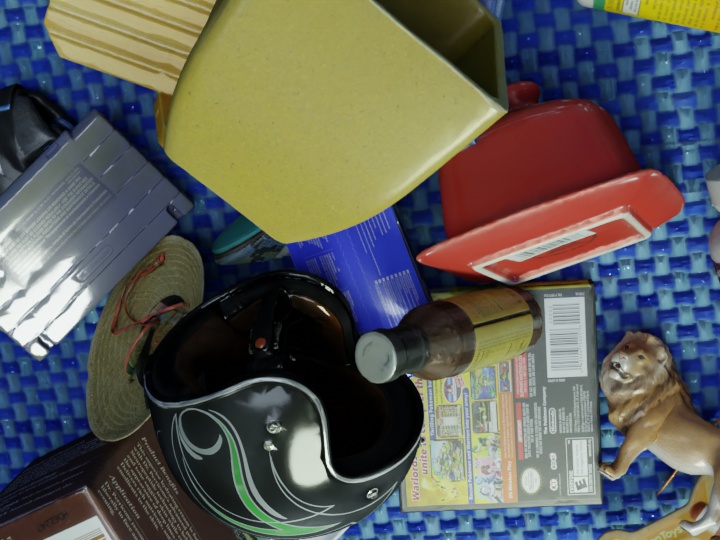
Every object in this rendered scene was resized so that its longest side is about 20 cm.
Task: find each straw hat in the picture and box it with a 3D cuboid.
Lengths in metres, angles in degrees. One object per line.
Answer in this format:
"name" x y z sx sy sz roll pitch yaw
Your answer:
"straw hat" -0.160 0.070 1.309 0.085 0.201 0.201 26 114 -32

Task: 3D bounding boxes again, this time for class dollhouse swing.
"dollhouse swing" -0.162 -0.217 1.209 0.175 0.182 0.200 15 111 -15

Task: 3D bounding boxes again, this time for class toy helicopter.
"toy helicopter" 0.291 0.208 1.281 0.200 0.079 0.132 -25 78 6

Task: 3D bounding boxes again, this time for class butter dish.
"butter dish" 0.143 -0.082 1.193 0.200 0.199 0.148 -20 78 17

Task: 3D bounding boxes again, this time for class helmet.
"helmet" -0.057 0.118 1.164 0.200 0.200 0.191 -23 121 17

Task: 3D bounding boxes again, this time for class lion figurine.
"lion figurine" 0.278 0.147 1.244 0.200 0.072 0.123 35 85 17

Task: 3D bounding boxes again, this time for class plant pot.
"plant pot" -0.032 -0.138 1.062 0.195 0.194 0.200 37 114 -14

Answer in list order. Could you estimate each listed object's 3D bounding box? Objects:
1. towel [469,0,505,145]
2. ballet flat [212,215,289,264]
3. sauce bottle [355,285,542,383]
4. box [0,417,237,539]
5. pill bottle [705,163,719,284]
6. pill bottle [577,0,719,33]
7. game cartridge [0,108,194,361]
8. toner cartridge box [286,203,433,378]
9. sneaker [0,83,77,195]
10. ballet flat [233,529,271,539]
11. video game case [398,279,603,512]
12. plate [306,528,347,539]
"towel" 0.017 -0.175 1.192 0.200 0.024 0.147 7 81 32
"ballet flat" -0.040 -0.054 1.274 0.200 0.074 0.074 -39 96 23
"sauce bottle" 0.071 0.052 1.177 0.065 0.200 0.065 5 98 38
"box" -0.238 0.251 1.342 0.164 0.200 0.166 -26 99 18
"pill bottle" 0.348 0.004 1.193 0.112 0.112 0.200 -17 102 16
"pill bottle" 0.274 -0.241 1.134 0.200 0.113 0.113 12 109 8
"game cartridge" -0.261 -0.032 1.298 0.200 0.038 0.130 -45 113 0
"toner cartridge box" 0.000 0.000 1.228 0.095 0.043 0.200 -19 111 6
"sneaker" -0.285 -0.070 1.322 0.112 0.073 0.200 -23 100 18
"ballet flat" -0.095 0.146 1.288 0.074 0.074 0.200 -11 67 15
"video game case" 0.119 0.111 1.295 0.180 0.026 0.201 -3 100 4
"plate" -0.046 0.131 1.355 0.200 0.032 0.200 42 110 -4
